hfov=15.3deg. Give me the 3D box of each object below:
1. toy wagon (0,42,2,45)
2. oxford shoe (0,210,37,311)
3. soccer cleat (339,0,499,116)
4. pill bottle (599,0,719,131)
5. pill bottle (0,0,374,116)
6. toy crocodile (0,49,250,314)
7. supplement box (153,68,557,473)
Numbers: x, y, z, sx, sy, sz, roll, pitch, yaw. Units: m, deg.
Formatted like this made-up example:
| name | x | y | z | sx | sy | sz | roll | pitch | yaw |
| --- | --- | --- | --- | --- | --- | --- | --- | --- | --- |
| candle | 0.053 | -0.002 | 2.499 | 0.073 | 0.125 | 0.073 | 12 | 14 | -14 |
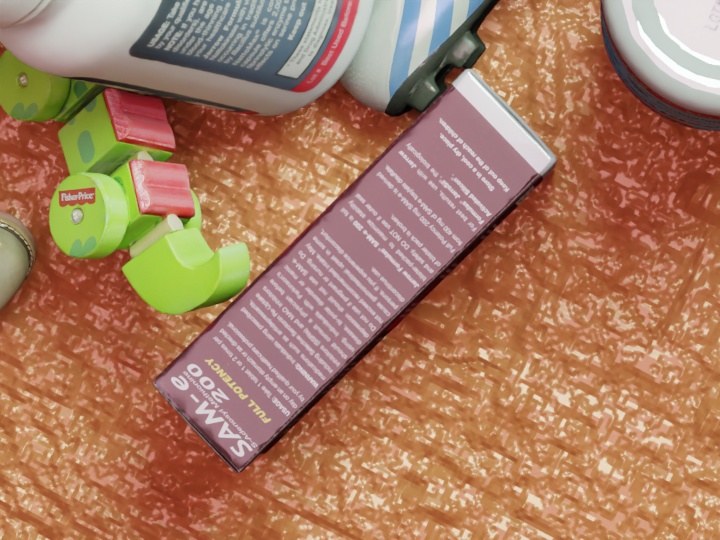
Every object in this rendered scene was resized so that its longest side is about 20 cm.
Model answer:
| name | x | y | z | sx | sy | sz | roll | pitch | yaw |
| --- | --- | --- | --- | --- | --- | --- | --- | --- | --- |
| toy wagon | -0.259 | -0.079 | 1.289 | 0.199 | 0.040 | 0.156 | -27 | 88 | 4 |
| oxford shoe | -0.234 | 0.045 | 1.259 | 0.200 | 0.074 | 0.071 | -35 | 123 | 10 |
| soccer cleat | 0.053 | -0.164 | 1.245 | 0.086 | 0.070 | 0.200 | 42 | 94 | 3 |
| pill bottle | 0.158 | -0.116 | 1.170 | 0.108 | 0.200 | 0.109 | 0 | 90 | 5 |
| pill bottle | -0.099 | -0.139 | 1.178 | 0.119 | 0.200 | 0.120 | -7 | 80 | 41 |
| toy crocodile | -0.114 | -0.064 | 1.239 | 0.062 | 0.067 | 0.201 | -40 | 63 | 31 |
| supplement box | 0.000 | 0.000 | 1.231 | 0.061 | 0.109 | 0.200 | 45 | 93 | 2 |
